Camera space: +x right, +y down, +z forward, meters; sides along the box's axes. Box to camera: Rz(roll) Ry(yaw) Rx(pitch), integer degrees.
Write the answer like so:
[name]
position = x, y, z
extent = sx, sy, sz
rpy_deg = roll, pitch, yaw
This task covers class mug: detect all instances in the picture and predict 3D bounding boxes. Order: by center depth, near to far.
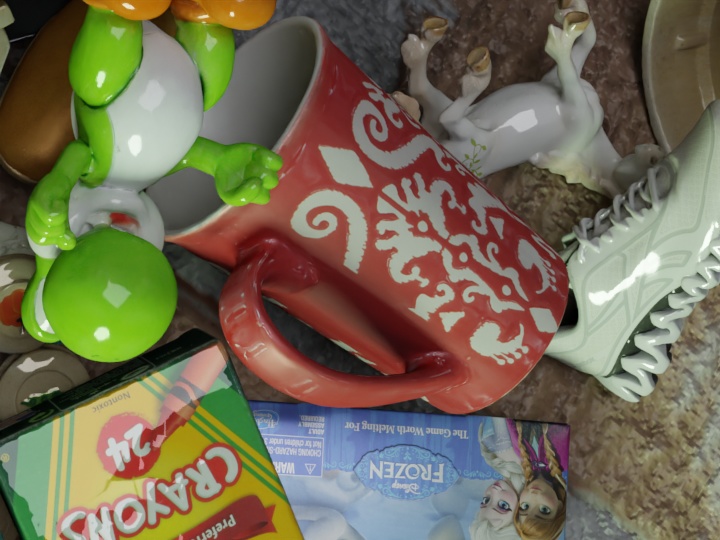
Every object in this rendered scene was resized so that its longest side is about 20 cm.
[mug]
position = -0.005, -0.002, 1.043
extent = 0.200, 0.133, 0.178
rpy_deg = 36, 71, -28

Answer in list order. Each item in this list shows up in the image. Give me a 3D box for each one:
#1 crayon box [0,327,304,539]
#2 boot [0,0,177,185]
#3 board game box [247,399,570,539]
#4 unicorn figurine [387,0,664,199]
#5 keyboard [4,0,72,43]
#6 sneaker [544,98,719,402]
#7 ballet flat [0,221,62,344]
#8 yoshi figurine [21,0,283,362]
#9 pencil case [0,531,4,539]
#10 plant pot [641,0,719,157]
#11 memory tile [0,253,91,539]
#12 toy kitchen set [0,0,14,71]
[crayon box]
position = -0.092, 0.146, 0.995
extent = 0.126, 0.051, 0.201
rpy_deg = -25, 102, -15
[boot]
position = -0.101, -0.135, 0.994
extent = 0.071, 0.144, 0.201
rpy_deg = 42, 69, -8
[board game box]
position = 0.014, 0.176, 1.091
extent = 0.199, 0.043, 0.200
rpy_deg = 5, 85, -20
[unicorn figurine]
position = 0.099, -0.085, 1.126
extent = 0.199, 0.074, 0.138
rpy_deg = -5, 130, -2
[keyboard]
position = -0.149, -0.143, 1.066
extent = 0.199, 0.021, 0.128
rpy_deg = -18, 86, -21
[sneaker]
position = 0.156, -0.013, 1.101
extent = 0.081, 0.201, 0.075
rpy_deg = 19, 36, -6
[ballet flat]
position = -0.206, 0.004, 1.010
extent = 0.199, 0.072, 0.072
rpy_deg = -8, 89, -24
[yoshi figurine]
position = -0.100, -0.042, 0.909
extent = 0.112, 0.112, 0.201
rpy_deg = 22, 112, 5
[pencil case]
position = -0.213, 0.140, 0.947
extent = 0.092, 0.085, 0.201
rpy_deg = -47, 129, -49
[plant pot]
position = 0.298, -0.123, 1.165
extent = 0.183, 0.200, 0.201
rpy_deg = -21, 93, -33
[memory tile]
position = -0.226, 0.084, 0.981
extent = 0.199, 0.017, 0.154
rpy_deg = -18, 116, -17
[toy kitchen set]
position = -0.151, -0.185, 0.965
extent = 0.180, 0.200, 0.164
rpy_deg = -28, 121, -17
